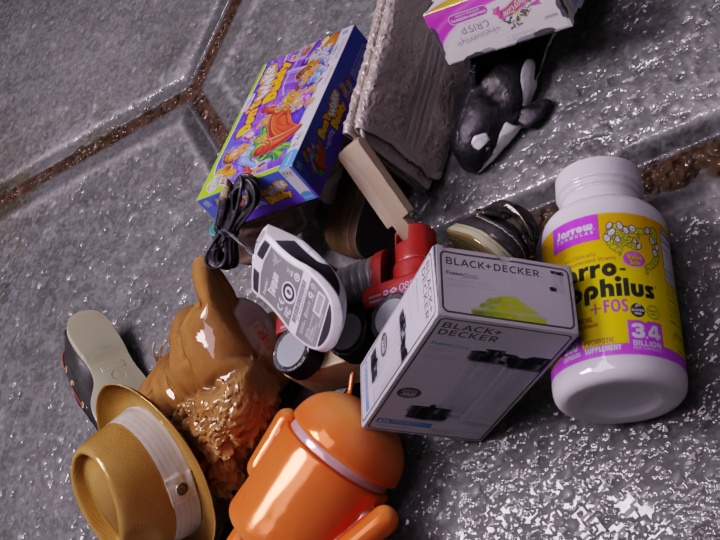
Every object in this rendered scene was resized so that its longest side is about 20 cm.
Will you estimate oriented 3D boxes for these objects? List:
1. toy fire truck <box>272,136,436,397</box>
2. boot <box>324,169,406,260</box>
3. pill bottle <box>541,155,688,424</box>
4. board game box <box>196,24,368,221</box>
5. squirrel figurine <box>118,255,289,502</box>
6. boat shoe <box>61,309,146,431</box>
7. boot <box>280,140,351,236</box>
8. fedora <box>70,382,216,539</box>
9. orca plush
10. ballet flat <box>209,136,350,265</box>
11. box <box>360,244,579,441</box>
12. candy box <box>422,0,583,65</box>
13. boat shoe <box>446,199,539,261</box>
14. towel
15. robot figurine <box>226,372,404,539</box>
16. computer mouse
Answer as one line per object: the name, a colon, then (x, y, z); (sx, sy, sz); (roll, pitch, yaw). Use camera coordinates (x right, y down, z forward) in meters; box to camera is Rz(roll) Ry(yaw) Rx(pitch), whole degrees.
toy fire truck: (0.000, 0.000, 1.054); (0.175, 0.128, 0.202); (-19, 55, 32)
boot: (0.015, -0.109, 1.150); (0.075, 0.073, 0.202); (8, 74, 53)
pill bottle: (0.199, 0.012, 0.896); (0.103, 0.104, 0.202); (-19, 56, 31)
board game box: (-0.071, -0.144, 1.118); (0.133, 0.045, 0.201); (-15, 42, 39)
squirrel figurine: (-0.159, 0.125, 1.122); (0.186, 0.141, 0.202); (-36, 45, 28)
boat shoe: (-0.285, 0.138, 1.274); (0.202, 0.073, 0.063); (56, 142, 33)
boot: (-0.037, -0.133, 1.201); (0.095, 0.073, 0.202); (-1, 71, 36)
fedora: (-0.224, 0.212, 1.090); (0.199, 0.203, 0.081); (14, 33, 44)
orca plush: (0.141, -0.196, 1.082); (0.200, 0.071, 0.105); (-49, 45, 8)
ballet flat: (-0.067, -0.082, 1.151); (0.200, 0.067, 0.068); (-42, 28, 5)
box: (0.079, 0.064, 0.894); (0.201, 0.115, 0.061); (119, 155, -53)
candy box: (0.157, -0.291, 1.075); (0.135, 0.061, 0.201); (-12, 35, 35)
boat shoe: (0.118, -0.028, 0.947); (0.072, 0.201, 0.066); (44, 90, 4)
towel: (0.053, -0.191, 1.112); (0.034, 0.132, 0.202); (-4, 65, 43)
robot figurine: (-0.037, 0.194, 0.991); (0.201, 0.116, 0.144); (-55, 12, 2)
computer mouse: (-0.069, 0.000, 1.012); (0.200, 0.044, 0.111); (42, 127, 34)
